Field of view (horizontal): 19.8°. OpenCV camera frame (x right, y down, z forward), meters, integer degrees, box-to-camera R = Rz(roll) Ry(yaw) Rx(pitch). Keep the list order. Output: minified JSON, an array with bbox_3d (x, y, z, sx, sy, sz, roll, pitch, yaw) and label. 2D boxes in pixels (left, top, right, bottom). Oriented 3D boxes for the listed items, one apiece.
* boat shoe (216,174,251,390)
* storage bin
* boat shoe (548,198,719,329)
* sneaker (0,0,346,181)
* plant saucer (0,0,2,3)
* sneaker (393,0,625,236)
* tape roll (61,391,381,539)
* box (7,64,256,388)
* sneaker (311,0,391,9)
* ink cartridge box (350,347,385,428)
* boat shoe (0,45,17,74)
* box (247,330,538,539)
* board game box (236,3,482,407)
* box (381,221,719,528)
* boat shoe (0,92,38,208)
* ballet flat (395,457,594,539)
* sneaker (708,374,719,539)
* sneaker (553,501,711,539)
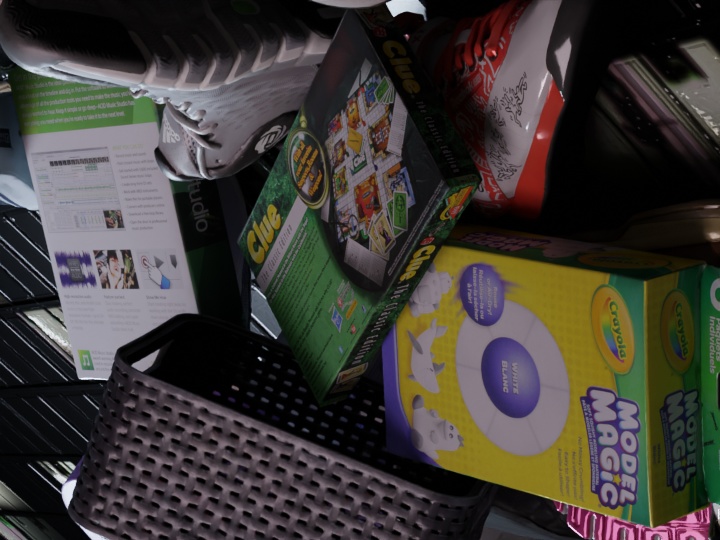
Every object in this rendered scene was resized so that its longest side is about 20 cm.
[{"bbox_3d":[-0.107,-0.007,1.303,0.074,0.093,0.200,-3,121,-6],"label":"boat shoe"},{"bbox_3d":[-0.035,0.109,1.081,0.200,0.094,0.135,22,-166,10],"label":"storage bin"},{"bbox_3d":[0.130,0.012,0.984,0.072,0.068,0.200,-2,173,-29],"label":"boat shoe"},{"bbox_3d":[-0.088,-0.082,0.961,0.075,0.200,0.116,58,136,29],"label":"sneaker"},{"bbox_3d":[-0.136,-0.170,1.001,0.200,0.037,0.201,17,137,16],"label":"plant saucer"},{"bbox_3d":[0.052,-0.089,0.933,0.108,0.067,0.201,29,158,11],"label":"sneaker"},{"bbox_3d":[-0.080,0.156,1.277,0.200,0.085,0.200,29,156,14],"label":"tape roll"},{"bbox_3d":[-0.135,-0.033,1.204,0.144,0.036,0.201,0,107,49],"label":"box"},{"bbox_3d":[-0.064,-0.183,0.878,0.199,0.076,0.116,7,142,-7],"label":"sneaker"},{"bbox_3d":[0.000,0.000,1.143,0.200,0.044,0.094,81,171,-59],"label":"ink cartridge box"},{"bbox_3d":[-0.182,-0.151,1.133,0.091,0.071,0.200,31,156,8],"label":"boat shoe"},{"bbox_3d":[0.035,0.127,1.312,0.200,0.106,0.152,24,155,25],"label":"box"},{"bbox_3d":[-0.006,-0.027,0.981,0.105,0.023,0.200,61,149,21],"label":"board game box"},{"bbox_3d":[0.091,0.046,0.951,0.200,0.048,0.118,9,108,45],"label":"box"},{"bbox_3d":[-0.253,-0.073,1.260,0.091,0.071,0.200,-9,174,13],"label":"boat shoe"},{"bbox_3d":[0.117,0.126,1.175,0.199,0.057,0.066,12,168,-9],"label":"ballet flat"},{"bbox_3d":[0.177,0.077,0.994,0.199,0.130,0.080,11,146,45],"label":"sneaker"},{"bbox_3d":[0.130,0.082,1.120,0.200,0.088,0.082,35,127,38],"label":"sneaker"}]
